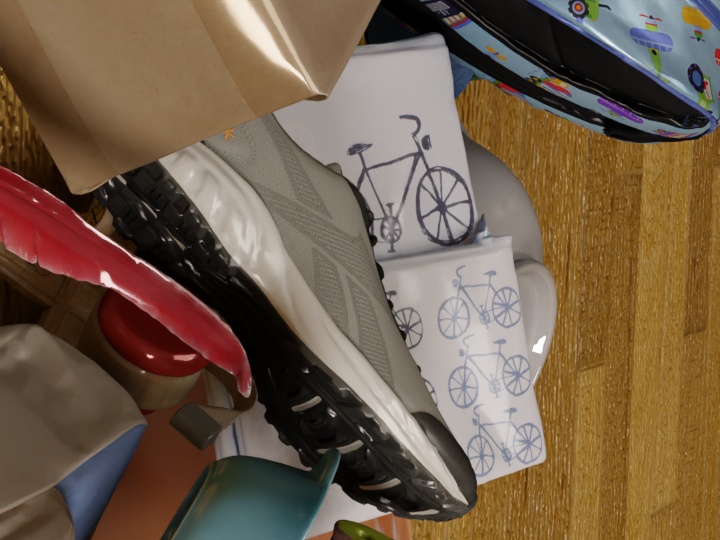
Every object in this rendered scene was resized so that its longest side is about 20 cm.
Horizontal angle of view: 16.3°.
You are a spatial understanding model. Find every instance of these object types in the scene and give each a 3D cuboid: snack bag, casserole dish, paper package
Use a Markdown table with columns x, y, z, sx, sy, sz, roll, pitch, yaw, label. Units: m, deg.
| x | y | z | sx | sy | sz | roll | pitch | yaw | label |
| --- | --- | --- | --- | --- | --- | --- | --- | --- | --- |
| 0.000 | 0.000 | 1.034 | 0.188 | 0.021 | 0.201 | -10 | 90 | -47 | snack bag |
| -0.073 | 0.138 | 0.832 | 0.201 | 0.039 | 0.121 | -60 | -177 | -2 | casserole dish |
| -0.077 | -0.160 | 0.868 | 0.201 | 0.103 | 0.191 | 62 | 24 | -19 | paper package |

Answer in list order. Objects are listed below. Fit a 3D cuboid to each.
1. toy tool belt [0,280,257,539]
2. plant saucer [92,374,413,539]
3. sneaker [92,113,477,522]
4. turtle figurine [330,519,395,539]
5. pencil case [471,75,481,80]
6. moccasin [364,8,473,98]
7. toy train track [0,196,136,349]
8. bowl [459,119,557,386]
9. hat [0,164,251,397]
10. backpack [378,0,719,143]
| x | y | z | sx | sy | sz | roll | pitch | yaw | label |
| --- | --- | --- | --- | --- | --- | --- | --- | --- | --- |
| -0.135 | 0.085 | 0.884 | 0.200 | 0.125 | 0.123 | -38 | 163 | -52 | toy tool belt |
| -0.069 | 0.103 | 1.004 | 0.199 | 0.037 | 0.201 | 15 | 62 | -30 | plant saucer |
| -0.013 | 0.010 | 0.945 | 0.079 | 0.074 | 0.201 | -42 | 102 | -30 | sneaker |
| -0.030 | 0.172 | 0.921 | 0.200 | 0.064 | 0.162 | 8 | 111 | -56 | turtle figurine |
| 0.086 | -0.166 | 1.373 | 0.200 | 0.088 | 0.089 | -42 | 131 | -57 | pencil case |
| 0.034 | -0.181 | 1.247 | 0.068 | 0.080 | 0.202 | -152 | -117 | -83 | moccasin |
| -0.086 | -0.028 | 0.980 | 0.115 | 0.032 | 0.201 | 36 | 62 | -30 | toy train track |
| 0.033 | 0.025 | 1.203 | 0.201 | 0.090 | 0.202 | -39 | 141 | -41 | bowl |
| -0.132 | -0.079 | 0.756 | 0.200 | 0.175 | 0.167 | 45 | 54 | -61 | hat |
| 0.090 | -0.146 | 1.125 | 0.135 | 0.199 | 0.183 | -59 | 180 | -3 | backpack |
